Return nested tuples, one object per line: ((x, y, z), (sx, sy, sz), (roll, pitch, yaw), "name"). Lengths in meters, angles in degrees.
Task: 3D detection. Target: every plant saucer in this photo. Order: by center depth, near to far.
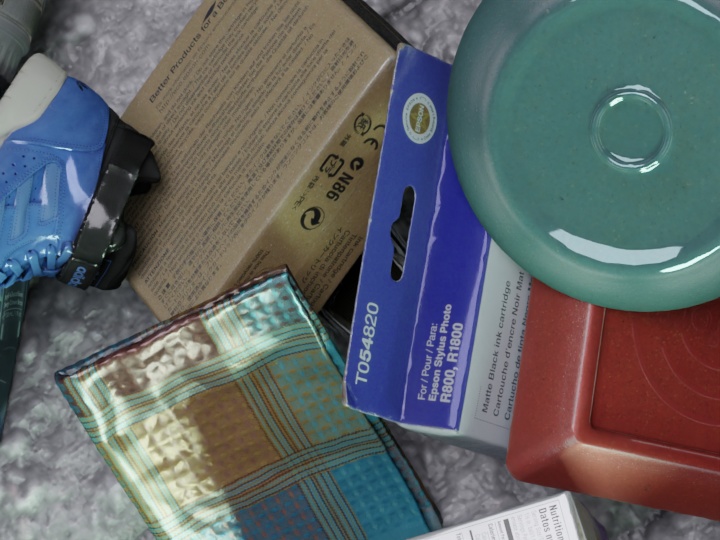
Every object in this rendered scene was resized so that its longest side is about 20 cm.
((0.137, -0.072, 1.242), (0.198, 0.036, 0.202), (3, 105, 13), "plant saucer")
((0.186, 0.029, 1.330), (0.198, 0.037, 0.202), (13, 80, -19), "plant saucer")

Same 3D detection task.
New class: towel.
((-0.058, 0.102, 1.360), (0.146, 0.201, 0.022), (-26, 32, 7), "towel")

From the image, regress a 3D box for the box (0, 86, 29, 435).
((-0.263, -0.010, 1.438), (0.106, 0.148, 0.202), (7, 80, 14), "box")

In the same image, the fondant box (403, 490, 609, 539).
((0.036, 0.181, 1.329), (0.199, 0.144, 0.059), (-17, 74, 9), "fondant box")

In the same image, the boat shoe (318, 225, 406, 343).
((0.000, 0.000, 1.412), (0.200, 0.071, 0.072), (39, 90, 23), "boat shoe")

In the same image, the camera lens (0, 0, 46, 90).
((-0.254, -0.222, 1.475), (0.159, 0.160, 0.201), (10, 81, 15), "camera lens")

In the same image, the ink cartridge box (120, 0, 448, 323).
((-0.056, -0.065, 1.390), (0.200, 0.075, 0.165), (-53, 43, 11), "ink cartridge box")

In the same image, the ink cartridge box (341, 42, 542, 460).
((0.081, -0.002, 1.334), (0.040, 0.199, 0.201), (1, 77, 41), "ink cartridge box")

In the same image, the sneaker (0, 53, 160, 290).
((-0.182, -0.009, 1.334), (0.111, 0.077, 0.201), (35, 65, -9), "sneaker")
